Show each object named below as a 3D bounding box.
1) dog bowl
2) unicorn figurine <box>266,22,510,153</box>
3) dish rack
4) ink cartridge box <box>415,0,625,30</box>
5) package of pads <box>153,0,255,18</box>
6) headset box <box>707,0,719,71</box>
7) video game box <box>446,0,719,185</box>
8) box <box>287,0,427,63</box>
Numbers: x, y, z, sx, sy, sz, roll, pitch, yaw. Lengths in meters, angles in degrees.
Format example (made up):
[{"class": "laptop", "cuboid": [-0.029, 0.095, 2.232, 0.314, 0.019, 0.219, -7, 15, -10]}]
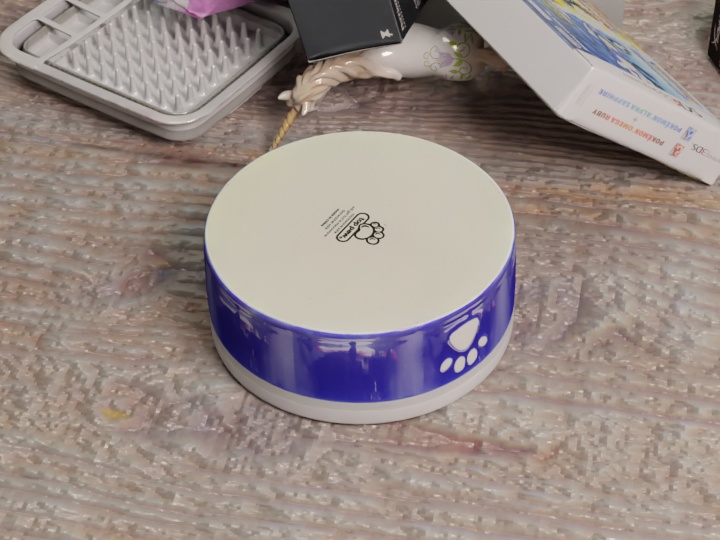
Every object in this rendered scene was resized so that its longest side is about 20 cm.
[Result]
[{"class": "dog bowl", "cuboid": [0.000, 0.000, 1.002, 0.200, 0.079, 0.200, -1, 43, 1]}, {"class": "unicorn figurine", "cuboid": [0.025, -0.159, 1.170, 0.200, 0.074, 0.137, -13, 17, 17]}, {"class": "dish rack", "cuboid": [-0.160, -0.170, 1.217, 0.200, 0.044, 0.172, 24, 48, 25]}, {"class": "ink cartridge box", "cuboid": [0.117, -0.288, 1.261, 0.200, 0.145, 0.145, 1, 42, 1]}, {"class": "package of pads", "cuboid": [-0.076, -0.282, 1.227, 0.076, 0.121, 0.200, 29, 38, 31]}, {"class": "headset box", "cuboid": [0.367, -0.145, 1.148, 0.149, 0.077, 0.200, -11, 44, -9]}, {"class": "video game box", "cuboid": [0.155, -0.154, 1.113, 0.182, 0.047, 0.200, 19, 26, -44]}, {"class": "box", "cuboid": [-0.017, -0.269, 1.106, 0.079, 0.200, 0.141, -10, 25, 19]}]
